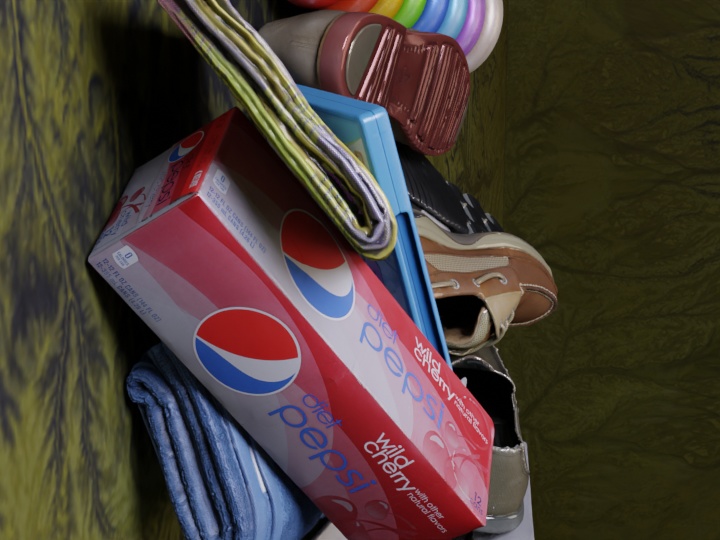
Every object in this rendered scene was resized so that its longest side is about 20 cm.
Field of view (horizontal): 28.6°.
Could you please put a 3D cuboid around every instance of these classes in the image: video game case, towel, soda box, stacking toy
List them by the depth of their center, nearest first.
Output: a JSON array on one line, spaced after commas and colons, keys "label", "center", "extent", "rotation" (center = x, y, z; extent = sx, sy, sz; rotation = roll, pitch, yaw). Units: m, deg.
[{"label": "towel", "center": [-0.032, -0.064, 0.596], "extent": [0.144, 0.023, 0.200], "rotation": [51, 1, 0]}, {"label": "soda box", "center": [-0.022, 0.034, 0.604], "extent": [0.200, 0.063, 0.070], "rotation": [50, 30, -24]}, {"label": "towel", "center": [-0.038, 0.069, 0.688], "extent": [0.113, 0.048, 0.200], "rotation": [69, 19, -1]}, {"label": "video game case", "center": [0.000, 0.000, 0.773], "extent": [0.143, 0.018, 0.202], "rotation": [27, -44, 61]}, {"label": "stacking toy", "center": [0.012, -0.173, 0.876], "extent": [0.199, 0.084, 0.087], "rotation": [2, 91, -59]}]

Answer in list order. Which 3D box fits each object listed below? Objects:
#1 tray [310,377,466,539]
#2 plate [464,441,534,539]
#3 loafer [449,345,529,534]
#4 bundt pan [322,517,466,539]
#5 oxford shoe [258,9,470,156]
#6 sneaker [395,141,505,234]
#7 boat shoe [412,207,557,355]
[{"label": "tray", "center": [-0.002, 0.142, 0.818], "extent": [0.108, 0.022, 0.200], "rotation": [-50, 174, 39]}, {"label": "plate", "center": [0.056, 0.227, 0.958], "extent": [0.202, 0.032, 0.200], "rotation": [-62, -176, 16]}, {"label": "loafer", "center": [0.075, 0.079, 0.929], "extent": [0.201, 0.074, 0.070], "rotation": [-107, -153, -50]}, {"label": "bundt pan", "center": [0.024, 0.170, 1.009], "extent": [0.204, 0.075, 0.202], "rotation": [-63, -178, 4]}, {"label": "oxford shoe", "center": [0.008, -0.120, 0.856], "extent": [0.200, 0.074, 0.071], "rotation": [21, 86, -63]}, {"label": "sneaker", "center": [0.027, -0.027, 0.943], "extent": [0.200, 0.088, 0.075], "rotation": [38, 24, -50]}, {"label": "boat shoe", "center": [0.059, 0.019, 0.895], "extent": [0.199, 0.075, 0.075], "rotation": [12, 49, -46]}]
